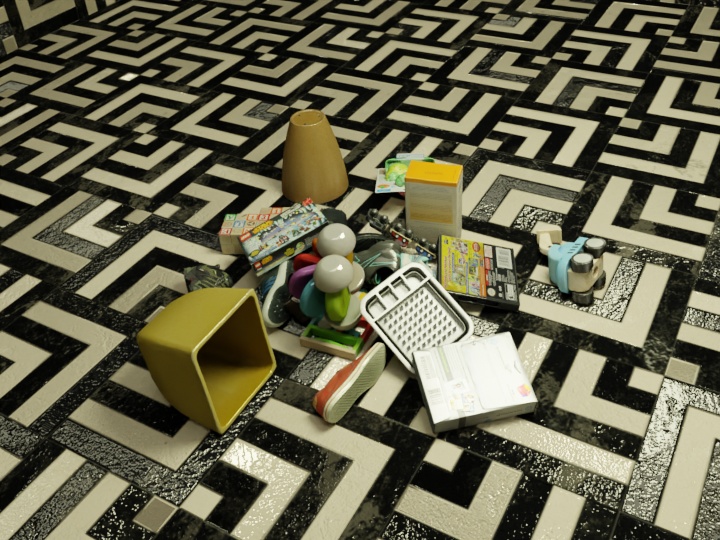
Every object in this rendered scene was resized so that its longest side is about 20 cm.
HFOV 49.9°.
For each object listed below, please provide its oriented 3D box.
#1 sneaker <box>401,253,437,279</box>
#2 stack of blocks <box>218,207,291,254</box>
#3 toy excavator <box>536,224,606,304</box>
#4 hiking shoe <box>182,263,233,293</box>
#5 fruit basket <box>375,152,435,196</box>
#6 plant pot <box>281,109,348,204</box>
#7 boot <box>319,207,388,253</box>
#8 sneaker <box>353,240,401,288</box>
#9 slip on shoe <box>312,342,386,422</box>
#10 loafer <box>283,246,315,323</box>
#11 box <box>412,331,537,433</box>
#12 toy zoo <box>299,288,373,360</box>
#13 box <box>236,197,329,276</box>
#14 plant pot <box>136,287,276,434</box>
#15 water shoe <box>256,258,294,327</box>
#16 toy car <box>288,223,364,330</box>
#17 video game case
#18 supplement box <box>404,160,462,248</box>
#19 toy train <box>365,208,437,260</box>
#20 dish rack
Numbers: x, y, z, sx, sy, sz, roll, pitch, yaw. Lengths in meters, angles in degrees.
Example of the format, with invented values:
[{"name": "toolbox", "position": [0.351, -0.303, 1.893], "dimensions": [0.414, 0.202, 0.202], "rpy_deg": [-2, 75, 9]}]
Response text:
[{"name": "sneaker", "position": [0.130, 0.026, 1.676], "dimensions": [0.084, 0.079, 0.202], "rpy_deg": [-4, 38, -5]}, {"name": "stack of blocks", "position": [-0.235, -0.098, 1.885], "dimensions": [0.195, 0.060, 0.116], "rpy_deg": [-1, 38, 6]}, {"name": "toy excavator", "position": [0.450, -0.033, 1.712], "dimensions": [0.197, 0.102, 0.194], "rpy_deg": [15, 40, 37]}, {"name": "hiking shoe", "position": [-0.326, 0.040, 1.704], "dimensions": [0.099, 0.077, 0.201], "rpy_deg": [-20, 39, -15]}, {"name": "fruit basket", "position": [0.129, -0.239, 1.980], "dimensions": [0.180, 0.096, 0.200], "rpy_deg": [-1, 18, 5]}, {"name": "plant pot", "position": [-0.130, -0.309, 2.032], "dimensions": [0.181, 0.203, 0.188], "rpy_deg": [-4, 38, 3]}, {"name": "boot", "position": [-0.033, -0.089, 1.837], "dimensions": [0.195, 0.077, 0.170], "rpy_deg": [-11, 41, 2]}, {"name": "sneaker", "position": [0.000, 0.000, 1.698], "dimensions": [0.197, 0.075, 0.081], "rpy_deg": [-21, 54, 19]}, {"name": "slip on shoe", "position": [-0.018, 0.204, 1.469], "dimensions": [0.060, 0.075, 0.200], "rpy_deg": [21, 49, 34]}, {"name": "loafer", "position": [-0.119, 0.014, 1.679], "dimensions": [0.071, 0.073, 0.203], "rpy_deg": [30, 44, -23]}, {"name": "box", "position": [0.208, 0.205, 1.437], "dimensions": [0.195, 0.042, 0.158], "rpy_deg": [-12, 52, -7]}, {"name": "toy zoo", "position": [-0.029, 0.102, 1.639], "dimensions": [0.129, 0.021, 0.201], "rpy_deg": [13, 42, 22]}, {"name": "box", "position": [-0.173, -0.080, 1.758], "dimensions": [0.197, 0.040, 0.137], "rpy_deg": [-30, 35, -8]}, {"name": "plant pot", "position": [-0.309, 0.152, 1.473], "dimensions": [0.196, 0.199, 0.195], "rpy_deg": [10, 39, 29]}, {"name": "water shoe", "position": [-0.189, 0.056, 1.694], "dimensions": [0.078, 0.072, 0.202], "rpy_deg": [-20, 32, 28]}, {"name": "toy car", "position": [-0.074, 0.016, 1.580], "dimensions": [0.146, 0.177, 0.203], "rpy_deg": [-5, 49, 8]}, {"name": "video game case", "position": [0.256, 0.003, 1.702], "dimensions": [0.176, 0.026, 0.202], "rpy_deg": [11, 39, -2]}, {"name": "supplement box", "position": [0.170, -0.146, 1.787], "dimensions": [0.123, 0.203, 0.074], "rpy_deg": [8, 42, 14]}, {"name": "toy train", "position": [0.098, -0.079, 1.791], "dimensions": [0.197, 0.046, 0.034], "rpy_deg": [31, 9, 4]}, {"name": "dish rack", "position": [0.110, 0.100, 1.547], "dimensions": [0.170, 0.044, 0.201], "rpy_deg": [-35, 69, -19]}]
